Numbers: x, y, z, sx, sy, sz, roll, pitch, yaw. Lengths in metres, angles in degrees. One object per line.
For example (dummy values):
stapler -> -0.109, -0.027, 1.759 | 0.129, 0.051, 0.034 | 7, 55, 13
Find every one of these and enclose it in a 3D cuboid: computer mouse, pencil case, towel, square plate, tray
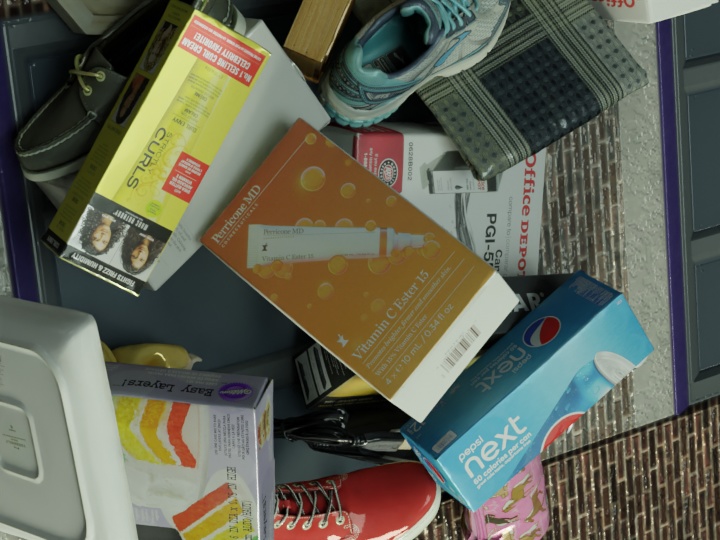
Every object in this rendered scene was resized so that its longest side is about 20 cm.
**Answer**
computer mouse -> 0.013, 0.132, 1.585 | 0.200, 0.140, 0.046 | 15, 78, -36
pencil case -> 0.118, 0.168, 1.651 | 0.083, 0.087, 0.200 | -12, 140, -1
towel -> 0.113, -0.191, 1.594 | 0.192, 0.035, 0.200 | -32, 81, -23
square plate -> -0.239, 0.115, 1.362 | 0.028, 0.200, 0.199 | -24, 113, -40
tray -> -0.007, -0.252, 1.510 | 0.037, 0.099, 0.200 | 24, 85, -1

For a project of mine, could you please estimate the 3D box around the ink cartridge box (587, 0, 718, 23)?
ink cartridge box -> 0.217, -0.317, 1.624 | 0.084, 0.145, 0.201 | -20, 110, -30

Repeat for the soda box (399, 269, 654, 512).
soda box -> 0.133, 0.094, 1.516 | 0.200, 0.064, 0.068 | -40, 122, -10

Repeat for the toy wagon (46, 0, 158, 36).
toy wagon -> -0.176, -0.277, 1.425 | 0.155, 0.040, 0.201 | -4, 101, -35

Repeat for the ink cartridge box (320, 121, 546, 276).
ink cartridge box -> 0.054, -0.049, 1.605 | 0.200, 0.083, 0.147 | -3, 101, -34

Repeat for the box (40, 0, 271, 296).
box -> -0.146, -0.088, 1.367 | 0.075, 0.050, 0.200 | 29, 91, -31

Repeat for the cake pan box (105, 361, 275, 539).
cake pan box -> -0.158, 0.164, 1.431 | 0.052, 0.184, 0.201 | -65, 160, -59

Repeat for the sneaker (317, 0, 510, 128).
sneaker -> 0.056, -0.190, 1.511 | 0.078, 0.086, 0.200 | 45, 67, 6

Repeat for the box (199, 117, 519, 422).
box -> 0.000, 0.000, 1.441 | 0.124, 0.200, 0.097 | -51, 159, -2

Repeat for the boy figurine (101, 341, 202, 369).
boy figurine -> -0.176, 0.111, 1.490 | 0.200, 0.064, 0.125 | 31, 82, -34

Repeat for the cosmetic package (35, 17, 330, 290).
cosmetic package -> -0.134, -0.093, 1.464 | 0.200, 0.085, 0.108 | -45, 121, -20

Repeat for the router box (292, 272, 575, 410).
router box -> 0.068, 0.059, 1.592 | 0.200, 0.157, 0.052 | -3, 67, -34

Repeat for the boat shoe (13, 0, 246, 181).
boat shoe -> -0.179, -0.146, 1.408 | 0.202, 0.072, 0.060 | -38, 137, -4

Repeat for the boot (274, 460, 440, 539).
boot -> -0.039, 0.187, 1.517 | 0.199, 0.073, 0.144 | -20, 151, 5

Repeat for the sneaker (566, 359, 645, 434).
sneaker -> 0.188, 0.093, 1.668 | 0.070, 0.200, 0.109 | 25, 92, -10
